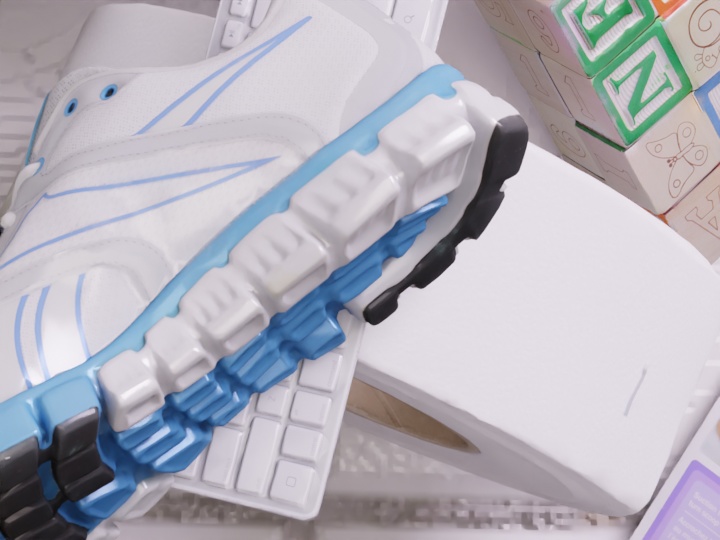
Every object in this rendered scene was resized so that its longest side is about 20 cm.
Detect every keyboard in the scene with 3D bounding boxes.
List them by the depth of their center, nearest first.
[{"bbox_3d":[-0.013,-0.042,0.647,0.056,0.011,0.201,11,79,15],"label":"keyboard"}]

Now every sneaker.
[{"bbox_3d":[-0.062,0.003,0.610,0.200,0.075,0.087,-37,69,-11],"label":"sneaker"}]

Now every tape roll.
[{"bbox_3d":[0.000,0.000,0.744,0.201,0.202,0.071,25,82,-7],"label":"tape roll"}]

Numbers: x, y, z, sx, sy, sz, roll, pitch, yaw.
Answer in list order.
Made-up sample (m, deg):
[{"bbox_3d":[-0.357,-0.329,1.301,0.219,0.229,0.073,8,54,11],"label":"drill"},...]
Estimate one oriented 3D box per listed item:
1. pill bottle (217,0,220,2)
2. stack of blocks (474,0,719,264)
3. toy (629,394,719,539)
[{"bbox_3d":[-0.010,-0.186,0.800,0.112,0.112,0.201,29,82,-6],"label":"pill bottle"},{"bbox_3d":[0.089,-0.111,0.786,0.115,0.059,0.200,-40,128,-10],"label":"stack of blocks"},{"bbox_3d":[0.188,0.041,0.849,0.115,0.047,0.201,36,82,-7],"label":"toy"}]
